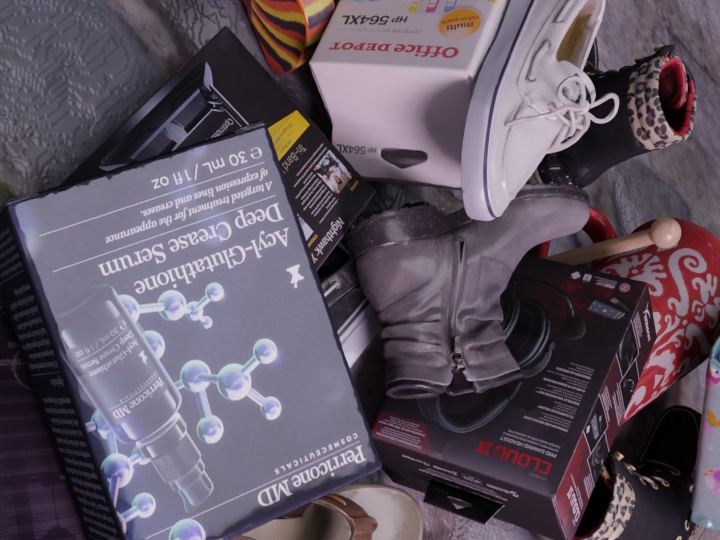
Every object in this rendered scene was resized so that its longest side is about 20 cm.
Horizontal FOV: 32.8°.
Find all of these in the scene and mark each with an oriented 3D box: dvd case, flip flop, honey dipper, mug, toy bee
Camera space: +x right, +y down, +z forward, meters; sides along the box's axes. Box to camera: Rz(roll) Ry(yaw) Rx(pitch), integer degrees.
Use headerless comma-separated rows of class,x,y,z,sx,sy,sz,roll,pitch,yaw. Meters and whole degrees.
dvd case,-0.162,0.090,0.733,0.147,0.016,0.202,1,68,-42
flip flop,-0.035,0.178,0.809,0.198,0.057,0.082,8,68,-35
honey dipper,0.161,-0.011,0.948,0.038,0.199,0.039,14,68,-38
mug,0.208,0.046,1.053,0.199,0.177,0.135,-31,136,-38
toy bee,-0.072,-0.241,0.863,0.200,0.108,0.132,42,56,-26

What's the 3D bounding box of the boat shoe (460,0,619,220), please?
boat shoe,0.131,-0.118,0.832,0.075,0.085,0.204,66,39,-49

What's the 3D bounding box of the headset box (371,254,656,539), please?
headset box,0.109,0.091,0.887,0.201,0.147,0.078,-59,146,-26

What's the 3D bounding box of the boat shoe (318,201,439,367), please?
boat shoe,0.000,0.000,0.886,0.071,0.072,0.200,43,44,-6

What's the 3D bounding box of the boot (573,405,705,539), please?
boot,0.238,0.178,1.036,0.154,0.073,0.205,47,55,-38

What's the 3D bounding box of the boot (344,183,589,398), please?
boot,0.089,0.018,0.857,0.198,0.070,0.133,-13,76,-22

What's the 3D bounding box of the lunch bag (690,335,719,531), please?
lunch bag,0.357,0.105,1.020,0.200,0.121,0.172,-41,137,-46

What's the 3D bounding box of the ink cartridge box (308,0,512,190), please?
ink cartridge box,0.058,-0.159,0.916,0.126,0.127,0.202,66,38,-48

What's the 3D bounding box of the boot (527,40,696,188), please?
boot,0.219,-0.159,1.059,0.073,0.153,0.205,34,53,-27

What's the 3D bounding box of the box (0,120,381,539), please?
box,-0.100,0.042,0.672,0.147,0.107,0.202,-21,94,-25

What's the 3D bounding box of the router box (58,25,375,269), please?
router box,-0.098,-0.042,0.803,0.157,0.052,0.201,47,49,-12
